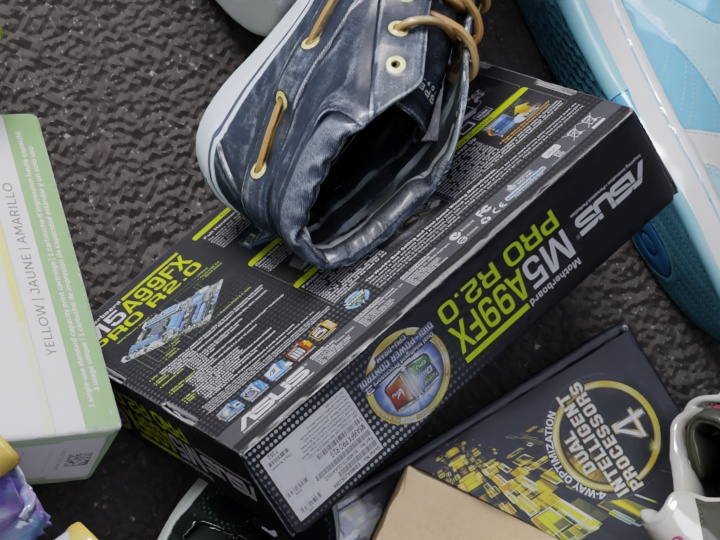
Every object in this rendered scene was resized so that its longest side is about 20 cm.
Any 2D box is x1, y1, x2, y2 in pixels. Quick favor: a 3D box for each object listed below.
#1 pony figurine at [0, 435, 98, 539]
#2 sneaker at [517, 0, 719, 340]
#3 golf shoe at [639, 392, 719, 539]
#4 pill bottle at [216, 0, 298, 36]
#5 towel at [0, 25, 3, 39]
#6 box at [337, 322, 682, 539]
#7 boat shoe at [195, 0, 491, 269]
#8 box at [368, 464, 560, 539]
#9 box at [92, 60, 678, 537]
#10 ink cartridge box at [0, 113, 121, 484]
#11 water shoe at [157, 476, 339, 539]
[{"bbox_3d":[-0.176,0.150,0.979,0.200,0.167,0.193,-44,55,-8],"label":"pony figurine"},{"bbox_3d":[0.157,-0.080,1.169,0.130,0.080,0.201,-24,85,-14],"label":"sneaker"},{"bbox_3d":[0.173,0.063,1.105,0.088,0.077,0.200,42,41,-11],"label":"golf shoe"},{"bbox_3d":[0.021,-0.184,1.143,0.200,0.113,0.113,-33,86,-17],"label":"pill bottle"},{"bbox_3d":[-0.251,-0.082,1.082,0.200,0.023,0.144,-28,49,-16],"label":"towel"},{"bbox_3d":[0.089,0.146,1.125,0.161,0.049,0.200,-30,86,-11],"label":"box"},{"bbox_3d":[0.022,-0.093,1.057,0.071,0.091,0.201,30,96,-36],"label":"boat shoe"},{"bbox_3d":[0.046,0.198,1.074,0.163,0.021,0.200,27,78,-4],"label":"box"},{"bbox_3d":[0.000,0.000,1.082,0.200,0.160,0.044,-41,119,-16],"label":"box"},{"bbox_3d":[-0.203,0.016,1.055,0.199,0.048,0.146,-3,60,-27],"label":"ink cartridge box"},{"bbox_3d":[-0.055,0.150,1.031,0.071,0.079,0.200,28,71,-9],"label":"water shoe"}]
